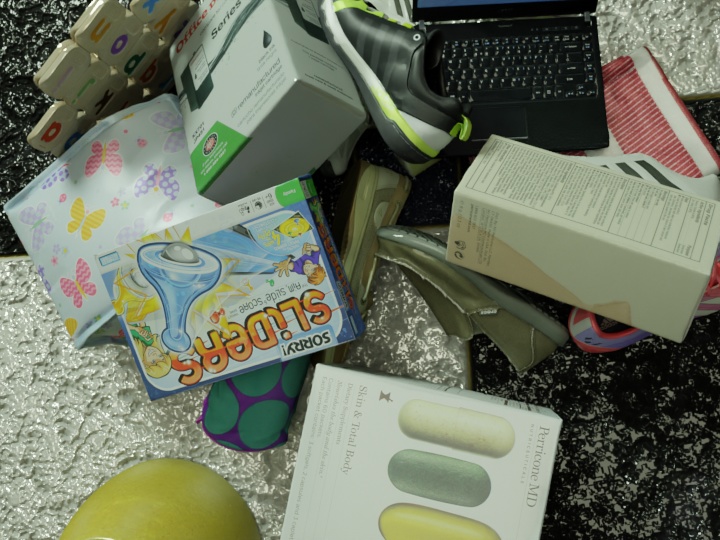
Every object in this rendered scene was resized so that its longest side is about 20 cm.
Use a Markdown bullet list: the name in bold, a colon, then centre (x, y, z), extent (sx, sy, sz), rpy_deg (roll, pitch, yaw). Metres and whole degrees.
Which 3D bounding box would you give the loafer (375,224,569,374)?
- **loafer**: centre (0.092, 0.029, 0.745), extent (0.199, 0.075, 0.070), rpy_deg (33, 98, -3)

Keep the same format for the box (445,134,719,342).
- **box**: centre (0.178, -0.030, 0.666), extent (0.198, 0.078, 0.095), rpy_deg (21, 47, 19)

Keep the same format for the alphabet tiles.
- **alphabet tiles**: centre (-0.226, -0.186, 0.777), extent (0.015, 0.200, 0.196), rpy_deg (38, 93, 6)

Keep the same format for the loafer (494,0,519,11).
- **loafer**: centre (0.100, -0.333, 0.806), extent (0.070, 0.068, 0.201), rpy_deg (-33, 72, -17)

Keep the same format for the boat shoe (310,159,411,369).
- **boat shoe**: centre (-0.001, -0.001, 0.786), extent (0.063, 0.073, 0.203), rpy_deg (15, 80, -19)

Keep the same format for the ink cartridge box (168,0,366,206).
- **ink cartridge box**: centre (-0.092, -0.173, 0.751), extent (0.147, 0.083, 0.201), rpy_deg (-42, 48, 29)

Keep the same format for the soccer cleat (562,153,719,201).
- **soccer cleat**: centre (0.219, -0.072, 0.736), extent (0.198, 0.069, 0.085), rpy_deg (16, 50, 23)

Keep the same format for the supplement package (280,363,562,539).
- **supplement package**: centre (0.057, 0.174, 0.710), extent (0.198, 0.151, 0.153), rpy_deg (11, 85, 11)

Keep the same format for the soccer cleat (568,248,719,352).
- **soccer cleat**: centre (0.273, 0.015, 0.719), extent (0.198, 0.076, 0.067), rpy_deg (-24, 80, -1)

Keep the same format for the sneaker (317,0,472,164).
- **sneaker**: centre (0.036, -0.184, 0.710), extent (0.083, 0.072, 0.201), rpy_deg (-35, 72, 25)

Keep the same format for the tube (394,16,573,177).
- **tube**: centre (0.116, -0.167, 0.791), extent (0.199, 0.052, 0.058), rpy_deg (-34, 119, 0)

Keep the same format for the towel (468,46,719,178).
- **towel**: centre (0.216, -0.103, 0.777), extent (0.199, 0.023, 0.145), rpy_deg (-30, 80, 6)

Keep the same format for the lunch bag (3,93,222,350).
- **lunch bag**: centre (-0.209, -0.045, 0.799), extent (0.199, 0.127, 0.170), rpy_deg (-38, 76, 14)

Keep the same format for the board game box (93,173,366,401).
- **board game box**: centre (-0.110, 0.018, 0.689), extent (0.198, 0.034, 0.137), rpy_deg (-19, 96, 18)

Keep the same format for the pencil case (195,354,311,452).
- **pencil case**: centre (-0.089, 0.063, 0.756), extent (0.092, 0.085, 0.202), rpy_deg (17, 105, 8)

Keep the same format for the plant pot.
- **plant pot**: centre (-0.203, 0.281, 0.751), extent (0.198, 0.142, 0.202), rpy_deg (-1, 84, 11)

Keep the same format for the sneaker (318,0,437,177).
- **sneaker**: centre (0.021, -0.183, 0.791), extent (0.114, 0.076, 0.203), rpy_deg (8, 80, 12)

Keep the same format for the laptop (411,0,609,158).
- **laptop**: centre (0.137, -0.212, 0.724), extent (0.175, 0.103, 0.202), rpy_deg (-3, 83, -1)
